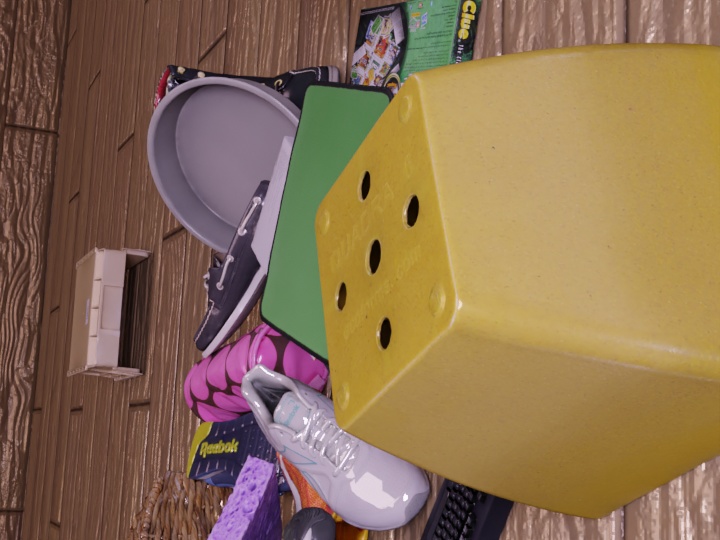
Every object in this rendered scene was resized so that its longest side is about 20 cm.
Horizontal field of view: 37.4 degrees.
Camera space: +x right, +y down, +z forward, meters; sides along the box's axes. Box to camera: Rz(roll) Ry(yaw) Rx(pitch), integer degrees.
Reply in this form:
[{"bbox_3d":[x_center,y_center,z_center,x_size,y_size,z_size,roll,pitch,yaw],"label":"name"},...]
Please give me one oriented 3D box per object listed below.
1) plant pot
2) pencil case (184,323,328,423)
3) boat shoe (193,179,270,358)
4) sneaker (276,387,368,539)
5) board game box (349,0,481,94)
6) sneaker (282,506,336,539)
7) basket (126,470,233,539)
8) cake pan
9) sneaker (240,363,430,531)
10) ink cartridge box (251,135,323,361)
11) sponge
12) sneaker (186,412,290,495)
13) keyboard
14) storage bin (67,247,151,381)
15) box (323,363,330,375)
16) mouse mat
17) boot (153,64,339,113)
[{"bbox_3d":[0.084,0.004,0.554,0.200,0.175,0.201,130,139,-51],"label":"plant pot"},{"bbox_3d":[-0.102,0.109,1.057,0.094,0.091,0.200,54,151,-3],"label":"pencil case"},{"bbox_3d":[-0.118,0.001,1.035,0.200,0.060,0.074,-55,0,30],"label":"boat shoe"},{"bbox_3d":[-0.023,0.188,0.902,0.077,0.073,0.201,-32,53,30],"label":"sneaker"},{"bbox_3d":[0.038,-0.173,0.891,0.200,0.023,0.106,-157,77,-66],"label":"board game box"},{"bbox_3d":[-0.020,0.271,0.809,0.075,0.084,0.201,-119,28,-72],"label":"sneaker"},{"bbox_3d":[-0.178,0.328,1.096,0.149,0.142,0.201,123,145,-43],"label":"basket"},{"bbox_3d":[-0.115,-0.102,1.046,0.037,0.200,0.201,-54,-5,-50],"label":"cake pan"},{"bbox_3d":[-0.030,0.137,0.834,0.200,0.080,0.071,26,72,44],"label":"sneaker"},{"bbox_3d":[-0.031,-0.021,0.867,0.200,0.050,0.110,55,131,55],"label":"ink cartridge box"},{"bbox_3d":[-0.104,0.250,0.939,0.200,0.030,0.112,92,-160,-59],"label":"sponge"},{"bbox_3d":[-0.094,0.183,1.038,0.200,0.082,0.074,-8,61,55],"label":"sneaker"},{"bbox_3d":[0.063,0.222,0.734,0.127,0.020,0.201,-124,45,-56],"label":"keyboard"},{"bbox_3d":[-0.415,0.074,1.759,0.198,0.093,0.201,161,114,-63],"label":"storage bin"},{"bbox_3d":[0.000,0.000,0.906,0.200,0.044,0.161,-126,47,-57],"label":"box"},{"bbox_3d":[-0.030,-0.042,0.802,0.161,0.007,0.201,25,105,62],"label":"mouse mat"},{"bbox_3d":[-0.118,-0.172,1.078,0.203,0.153,0.074,172,105,-66],"label":"boot"}]
